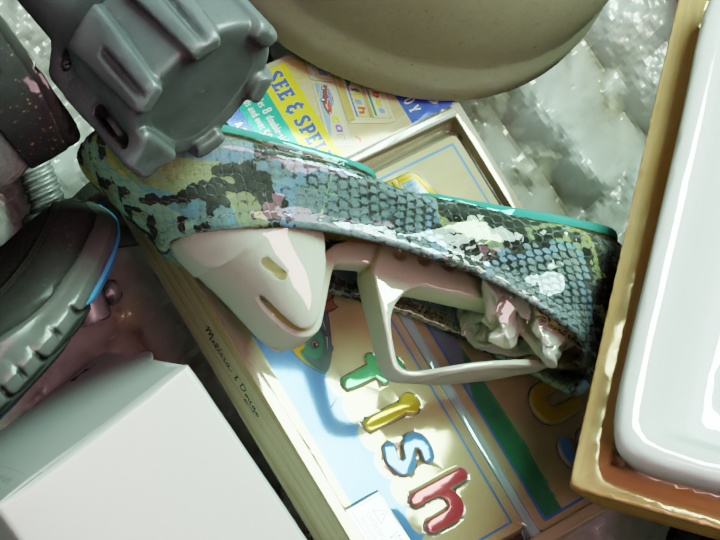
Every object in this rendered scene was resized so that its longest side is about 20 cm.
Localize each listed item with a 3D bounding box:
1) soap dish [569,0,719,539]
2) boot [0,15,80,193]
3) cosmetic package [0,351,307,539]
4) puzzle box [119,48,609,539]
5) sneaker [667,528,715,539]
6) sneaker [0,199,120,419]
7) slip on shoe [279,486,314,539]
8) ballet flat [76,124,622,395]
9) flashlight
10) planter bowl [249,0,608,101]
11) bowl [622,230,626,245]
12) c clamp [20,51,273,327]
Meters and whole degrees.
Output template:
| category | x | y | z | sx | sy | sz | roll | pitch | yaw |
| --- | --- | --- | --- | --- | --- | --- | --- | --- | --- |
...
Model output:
| category | x | y | z | sx | sy | sz | roll | pitch | yaw |
| --- | --- | --- | --- | --- | --- | --- | --- | --- | --- |
| soap dish | 0.163 | 0.011 | 0.911 | 0.157 | 0.081 | 0.201 | 15 | 64 | 1 |
| boot | -0.196 | -0.080 | 0.878 | 0.131 | 0.070 | 0.200 | -36 | 68 | -3 |
| cosmetic package | -0.050 | 0.132 | 0.925 | 0.085 | 0.108 | 0.200 | -38 | 101 | -15 |
| puzzle box | 0.011 | 0.015 | 0.944 | 0.133 | 0.025 | 0.200 | -27 | 81 | -30 |
| sneaker | 0.142 | 0.119 | 1.050 | 0.200 | 0.073 | 0.082 | -37 | 77 | -23 |
| sneaker | -0.164 | 0.036 | 0.892 | 0.082 | 0.073 | 0.200 | 46 | 71 | 1 |
| slip on shoe | 0.007 | 0.025 | 0.987 | 0.076 | 0.061 | 0.201 | 8 | 83 | -33 |
| ballet flat | 0.000 | 0.000 | 0.893 | 0.199 | 0.074 | 0.075 | 12 | 80 | -16 |
| flashlight | -0.099 | -0.121 | 0.875 | 0.068 | 0.068 | 0.200 | -21 | 53 | -31 |
| planter bowl | 0.038 | -0.180 | 0.952 | 0.200 | 0.135 | 0.201 | 13 | 59 | -24 |
| bowl | 0.188 | 0.031 | 0.999 | 0.200 | 0.090 | 0.202 | 3 | 64 | -5 |
| c clamp | -0.109 | -0.078 | 0.961 | 0.170 | 0.027 | 0.201 | -18 | 94 | -27 |
